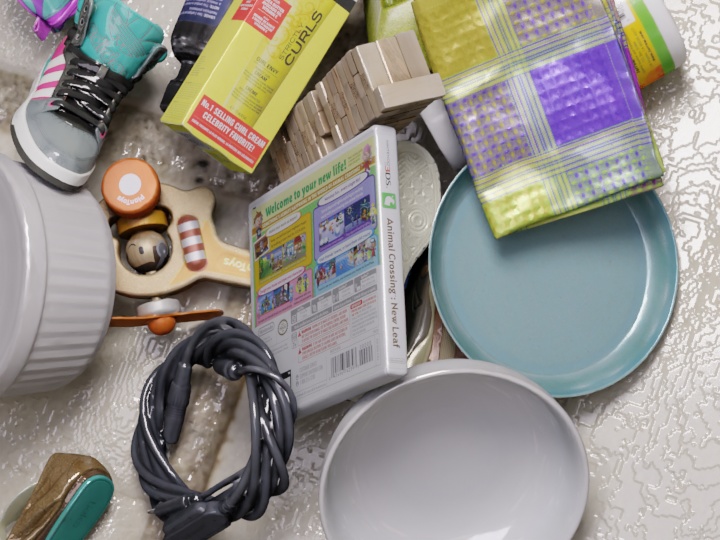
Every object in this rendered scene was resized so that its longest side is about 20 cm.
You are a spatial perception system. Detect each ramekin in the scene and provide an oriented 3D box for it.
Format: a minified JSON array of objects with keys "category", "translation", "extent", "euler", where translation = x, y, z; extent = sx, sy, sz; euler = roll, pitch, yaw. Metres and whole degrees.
[{"category":"ramekin","translation":[-0.272,0.007,1.528],"extent":[0.202,0.094,0.204],"euler":[-6,82,51]}]

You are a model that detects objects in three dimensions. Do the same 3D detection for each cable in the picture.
[{"category":"cable","translation":[-0.109,0.118,1.486],"extent":[0.200,0.051,0.164],"euler":[-38,49,44]}]

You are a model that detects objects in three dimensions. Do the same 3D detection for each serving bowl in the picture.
[{"category":"serving bowl","translation":[0.065,0.148,1.430],"extent":[0.199,0.066,0.201],"euler":[-2,115,-5]}]

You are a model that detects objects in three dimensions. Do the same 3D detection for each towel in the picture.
[{"category":"towel","translation":[0.130,-0.136,1.416],"extent":[0.143,0.023,0.201],"euler":[-18,96,7]}]

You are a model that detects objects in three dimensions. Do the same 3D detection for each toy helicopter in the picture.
[{"category":"toy helicopter","translation":[-0.128,-0.001,1.546],"extent":[0.199,0.079,0.133],"euler":[14,75,4]}]

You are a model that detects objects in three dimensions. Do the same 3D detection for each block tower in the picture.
[{"category":"block tower","translation":[-0.008,-0.116,1.453],"extent":[0.054,0.200,0.058],"euler":[-17,83,-27]}]

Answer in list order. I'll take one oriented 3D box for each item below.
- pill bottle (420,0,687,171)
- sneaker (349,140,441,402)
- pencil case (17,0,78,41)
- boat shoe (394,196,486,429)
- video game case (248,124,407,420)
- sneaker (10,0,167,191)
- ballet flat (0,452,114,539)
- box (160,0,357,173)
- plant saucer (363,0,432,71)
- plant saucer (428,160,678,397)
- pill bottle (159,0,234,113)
[{"category":"pill bottle","translation":[0.139,-0.160,1.491],"extent":[0.199,0.111,0.111],"euler":[-29,72,7]},{"category":"sneaker","translation":[-0.001,0.000,1.489],"extent":[0.076,0.111,0.201],"euler":[12,85,-24]},{"category":"pencil case","translation":[-0.202,-0.280,1.620],"extent":[0.199,0.085,0.093],"euler":[-31,66,6]},{"category":"boat shoe","translation":[0.070,0.039,1.491],"extent":[0.074,0.076,0.201],"euler":[17,85,-10]},{"category":"video game case","translation":[-0.027,0.010,1.431],"extent":[0.022,0.200,0.183],"euler":[7,72,-29]},{"category":"sneaker","translation":[-0.208,-0.152,1.535],"extent":[0.083,0.200,0.121],"euler":[31,115,-20]},{"category":"ballet flat","translation":[-0.272,0.230,1.538],"extent":[0.072,0.068,0.201],"euler":[27,85,38]},{"category":"box","translation":[-0.067,-0.178,1.479],"extent":[0.075,0.050,0.201],"euler":[35,82,-25]},{"category":"plant saucer","translation":[0.082,-0.251,1.498],"extent":[0.199,0.048,0.200],"euler":[-24,39,15]},{"category":"plant saucer","translation":[0.143,-0.004,1.461],"extent":[0.199,0.027,0.201],"euler":[2,83,-15]},{"category":"pill bottle","translation":[-0.086,-0.206,1.559],"extent":[0.111,0.112,0.201],"euler":[20,83,18]}]
